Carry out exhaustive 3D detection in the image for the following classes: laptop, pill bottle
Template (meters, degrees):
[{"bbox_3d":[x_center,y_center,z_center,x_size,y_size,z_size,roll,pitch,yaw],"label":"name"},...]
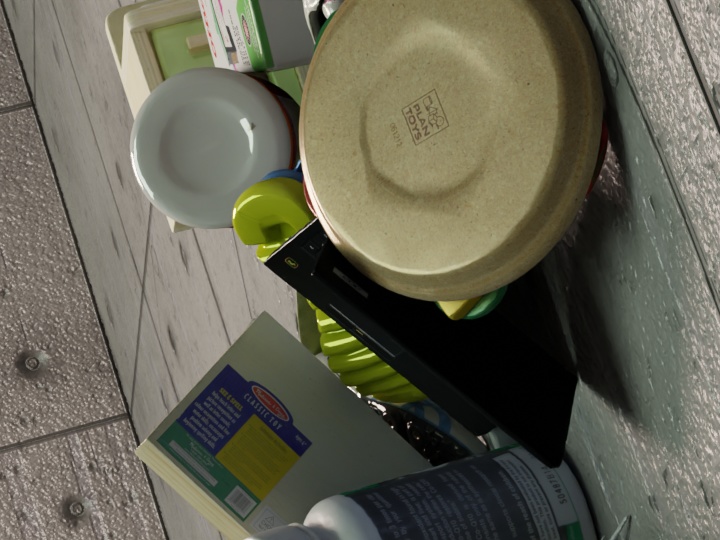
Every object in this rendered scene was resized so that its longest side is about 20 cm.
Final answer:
[{"bbox_3d":[0.025,0.050,1.547,0.177,0.103,0.200,40,150,-8],"label":"laptop"},{"bbox_3d":[-0.090,-0.083,1.858,0.200,0.110,0.110,-14,-91,-84],"label":"pill bottle"},{"bbox_3d":[0.033,0.180,1.608,0.113,0.200,0.113,42,139,51],"label":"pill bottle"}]

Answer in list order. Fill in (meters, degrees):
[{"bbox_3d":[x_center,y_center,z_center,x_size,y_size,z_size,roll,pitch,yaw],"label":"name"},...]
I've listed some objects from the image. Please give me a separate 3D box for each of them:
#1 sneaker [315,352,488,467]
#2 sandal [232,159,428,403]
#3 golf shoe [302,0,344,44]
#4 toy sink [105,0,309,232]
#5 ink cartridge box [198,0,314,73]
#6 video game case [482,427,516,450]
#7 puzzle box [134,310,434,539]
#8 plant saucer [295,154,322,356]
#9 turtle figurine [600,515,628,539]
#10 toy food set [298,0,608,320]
[{"bbox_3d":[0.031,0.094,1.789,0.200,0.072,0.072,28,141,51],"label":"sneaker"},{"bbox_3d":[0.000,0.000,1.687,0.200,0.079,0.087,59,-143,-30],"label":"sandal"},{"bbox_3d":[-0.006,-0.198,1.635,0.092,0.073,0.200,-90,-11,-55],"label":"golf shoe"},{"bbox_3d":[-0.111,-0.152,2.063,0.112,0.130,0.200,104,150,-66],"label":"toy sink"},{"bbox_3d":[-0.064,-0.216,1.876,0.200,0.084,0.145,-165,60,-77],"label":"ink cartridge box"},{"bbox_3d":[0.048,0.012,1.705,0.182,0.024,0.200,-120,7,-52],"label":"video game case"},{"bbox_3d":[-0.030,0.135,1.690,0.200,0.133,0.025,43,144,-1],"label":"puzzle box"},{"bbox_3d":[-0.019,-0.032,1.884,0.200,0.031,0.200,2,-90,-83],"label":"plant saucer"},{"bbox_3d":[0.131,0.228,1.525,0.150,0.101,0.200,-122,15,-54],"label":"turtle figurine"},{"bbox_3d":[0.046,-0.080,1.427,0.198,0.049,0.200,-47,63,24],"label":"toy food set"}]
